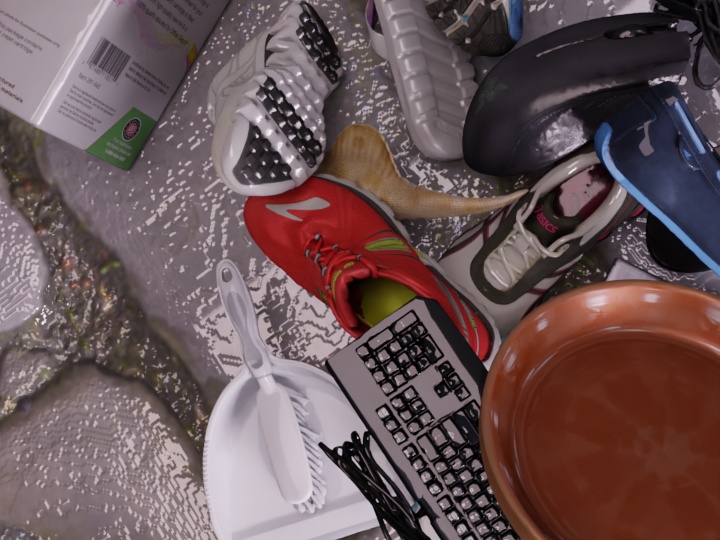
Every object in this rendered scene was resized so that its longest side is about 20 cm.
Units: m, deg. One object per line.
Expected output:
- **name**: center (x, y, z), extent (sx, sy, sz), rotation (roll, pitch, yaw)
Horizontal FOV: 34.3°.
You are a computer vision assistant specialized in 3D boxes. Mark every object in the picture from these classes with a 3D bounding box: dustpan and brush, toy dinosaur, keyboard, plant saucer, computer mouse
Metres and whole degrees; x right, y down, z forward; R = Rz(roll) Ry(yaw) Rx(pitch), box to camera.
- **dustpan and brush**: center (-0.058, 0.089, 0.794), extent (0.139, 0.057, 0.201), rotation (-20, 79, 10)
- **toy dinosaur**: center (0.005, -0.045, 0.777), extent (0.200, 0.058, 0.101), rotation (25, 110, 34)
- **keyboard**: center (0.051, 0.120, 0.634), extent (0.104, 0.040, 0.200), rotation (-37, 81, 9)
- **plant saucer**: center (0.161, 0.092, 0.617), extent (0.199, 0.032, 0.201), rotation (2, 52, -3)
- **computer mouse**: center (0.146, -0.133, 0.743), extent (0.200, 0.053, 0.139), rotation (-30, 37, 8)

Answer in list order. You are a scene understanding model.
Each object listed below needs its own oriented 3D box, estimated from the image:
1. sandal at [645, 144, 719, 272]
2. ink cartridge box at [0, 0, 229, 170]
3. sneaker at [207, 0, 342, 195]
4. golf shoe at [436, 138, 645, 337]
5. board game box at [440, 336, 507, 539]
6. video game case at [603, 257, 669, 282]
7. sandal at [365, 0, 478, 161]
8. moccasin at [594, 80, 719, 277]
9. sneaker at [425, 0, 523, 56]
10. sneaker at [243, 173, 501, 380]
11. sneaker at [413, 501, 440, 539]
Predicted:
- **sandal**: center (0.274, -0.062, 0.743), extent (0.199, 0.045, 0.075), rotation (-24, 80, 9)
- **ink cartridge box**: center (-0.172, -0.187, 0.813), extent (0.084, 0.145, 0.200), rotation (31, 91, 15)
- **sneaker**: center (-0.067, -0.105, 0.775), extent (0.081, 0.200, 0.075), rotation (-21, 118, 23)
- **golf shoe**: center (0.103, -0.016, 0.757), extent (0.200, 0.088, 0.077), rotation (-45, 77, 6)
- **board game box**: center (0.148, 0.104, 0.698), extent (0.199, 0.047, 0.151), rotation (-9, 49, 13)
- **video game case**: center (0.223, 0.099, 0.749), extent (0.200, 0.019, 0.143), rotation (28, 90, 14)
- **sandal**: center (0.034, -0.172, 0.809), extent (0.050, 0.082, 0.203), rotation (-20, 73, 53)
- **moccasin**: center (0.227, -0.031, 0.683), extent (0.200, 0.081, 0.068), rotation (36, 109, -21)
- **sneaker**: center (0.090, -0.236, 0.782), extent (0.078, 0.090, 0.201), rotation (-31, 59, 52)
- **sneaker**: center (0.000, 0.000, 0.712), extent (0.200, 0.085, 0.077), rotation (36, 102, 23)
- **sneaker**: center (0.126, 0.174, 0.721), extent (0.199, 0.081, 0.077), rotation (11, 110, 16)
